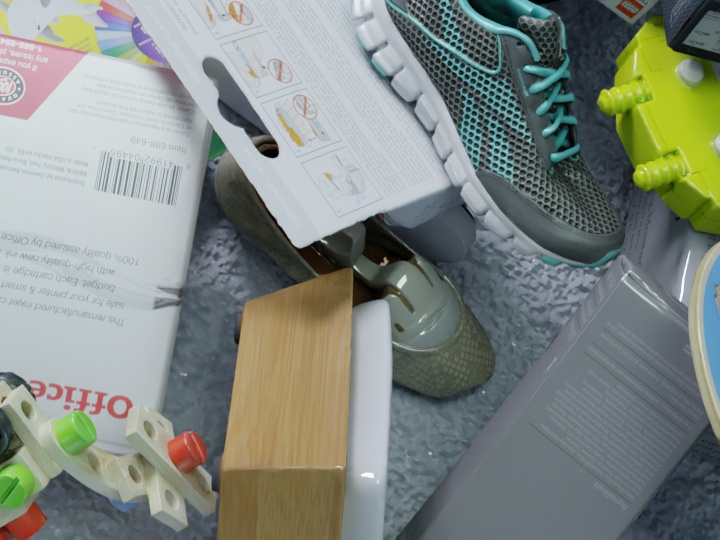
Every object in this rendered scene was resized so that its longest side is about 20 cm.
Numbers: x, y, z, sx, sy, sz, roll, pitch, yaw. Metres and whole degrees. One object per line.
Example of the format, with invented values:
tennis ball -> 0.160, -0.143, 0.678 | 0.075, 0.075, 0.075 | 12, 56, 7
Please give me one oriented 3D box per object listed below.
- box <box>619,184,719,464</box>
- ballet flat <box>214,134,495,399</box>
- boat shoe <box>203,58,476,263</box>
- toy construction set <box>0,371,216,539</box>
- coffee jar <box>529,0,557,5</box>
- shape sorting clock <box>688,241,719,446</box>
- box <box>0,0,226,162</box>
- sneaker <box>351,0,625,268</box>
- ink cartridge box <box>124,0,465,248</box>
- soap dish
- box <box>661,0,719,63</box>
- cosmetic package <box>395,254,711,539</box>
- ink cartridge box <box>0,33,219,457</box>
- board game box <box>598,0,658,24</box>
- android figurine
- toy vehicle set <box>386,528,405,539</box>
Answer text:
box -> 0.257, 0.010, 1.189 | 0.198, 0.131, 0.200 | 21, 64, -9
ballet flat -> 0.000, 0.000, 1.137 | 0.199, 0.062, 0.068 | 38, 67, -7
boat shoe -> -0.004, -0.087, 1.180 | 0.199, 0.072, 0.068 | 38, 64, 7
toy construction set -> -0.169, 0.124, 0.977 | 0.199, 0.092, 0.132 | -34, 102, 6
coffee jar -> 0.154, -0.220, 1.261 | 0.198, 0.104, 0.086 | -11, 66, -22
shape sorting clock -> 0.227, 0.070, 0.976 | 0.199, 0.039, 0.202 | 26, 50, -35
box -> -0.173, -0.119, 1.148 | 0.117, 0.048, 0.201 | -30, 79, -26
sneaker -> 0.079, -0.093, 1.066 | 0.201, 0.091, 0.077 | 52, 40, 3
ink cartridge box -> -0.023, -0.089, 1.081 | 0.199, 0.050, 0.163 | -25, 76, -46
soap dish -> -0.029, 0.111, 0.998 | 0.080, 0.159, 0.200 | 4, 26, -1
box -> 0.258, -0.173, 1.120 | 0.198, 0.051, 0.159 | 12, 56, -18
cosmetic package -> 0.103, 0.098, 1.038 | 0.090, 0.107, 0.200 | 40, 97, 0
ink cartridge box -> -0.163, -0.010, 1.052 | 0.144, 0.085, 0.202 | 11, 86, -13
board game box -> 0.130, -0.244, 1.154 | 0.126, 0.035, 0.201 | 33, 47, -15
android figurine -> 0.221, -0.093, 1.125 | 0.198, 0.041, 0.183 | -15, 73, -24
toy vehicle set -> -0.003, 0.226, 1.076 | 0.199, 0.027, 0.125 | -29, 80, -26
